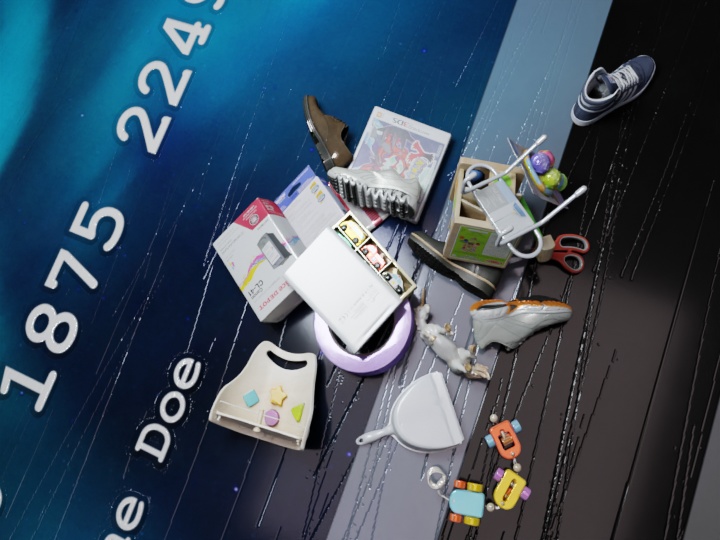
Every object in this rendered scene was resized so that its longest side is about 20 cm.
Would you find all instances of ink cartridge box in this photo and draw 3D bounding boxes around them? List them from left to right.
[{"bbox_3d":[-0.187,-0.020,1.282,0.147,0.085,0.202,-41,71,14],"label":"ink cartridge box"},{"bbox_3d":[-0.085,-0.102,1.303,0.119,0.042,0.202,-42,74,20],"label":"ink cartridge box"}]

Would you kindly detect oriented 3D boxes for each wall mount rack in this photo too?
[{"bbox_3d":[0.272,-0.131,1.070,0.170,0.075,0.203,-25,68,-13],"label":"wall mount rack"}]

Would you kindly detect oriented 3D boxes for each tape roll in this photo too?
[{"bbox_3d":[0.007,0.101,1.241,0.193,0.066,0.207,-3,75,10],"label":"tape roll"}]

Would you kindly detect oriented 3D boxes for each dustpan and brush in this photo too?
[{"bbox_3d":[0.082,0.291,1.193,0.194,0.057,0.143,-19,72,-2],"label":"dustpan and brush"}]

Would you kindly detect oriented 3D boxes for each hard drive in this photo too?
[{"bbox_3d":[-0.034,0.035,1.179,0.132,0.026,0.200,-45,80,-3],"label":"hard drive"}]

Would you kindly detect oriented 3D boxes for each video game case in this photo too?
[{"bbox_3d":[0.073,-0.222,1.313,0.178,0.023,0.205,22,81,11],"label":"video game case"}]

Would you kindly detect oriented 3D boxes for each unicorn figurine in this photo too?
[{"bbox_3d":[0.156,0.131,1.186,0.073,0.137,0.203,-30,87,-9],"label":"unicorn figurine"}]

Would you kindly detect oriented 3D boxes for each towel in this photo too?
[{"bbox_3d":[0.006,-0.160,1.329,0.198,0.023,0.145,-38,74,-1],"label":"towel"}]

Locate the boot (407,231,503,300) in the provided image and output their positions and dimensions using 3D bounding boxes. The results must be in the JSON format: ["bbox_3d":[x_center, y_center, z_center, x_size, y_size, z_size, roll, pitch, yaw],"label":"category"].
[{"bbox_3d":[0.204,-0.053,1.246,0.197,0.078,0.140,34,79,3],"label":"boot"}]

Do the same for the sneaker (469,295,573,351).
[{"bbox_3d":[0.303,0.102,1.194,0.193,0.076,0.095,-4,102,1],"label":"sneaker"}]

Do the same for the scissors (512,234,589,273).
[{"bbox_3d":[0.347,-0.043,1.218,0.193,0.014,0.076,9,83,-3],"label":"scissors"}]

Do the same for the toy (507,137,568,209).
[{"bbox_3d":[0.349,-0.187,1.181,0.047,0.198,0.118,-30,70,26],"label":"toy"}]

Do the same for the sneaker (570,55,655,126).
[{"bbox_3d":[0.509,-0.373,1.243,0.198,0.109,0.071,-36,73,0],"label":"sneaker"}]

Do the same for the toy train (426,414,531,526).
[{"bbox_3d":[0.224,0.367,1.144,0.197,0.056,0.153,-31,72,-2],"label":"toy train"}]

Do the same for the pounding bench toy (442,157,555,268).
[{"bbox_3d":[0.264,-0.107,1.170,0.193,0.125,0.160,10,63,2],"label":"pounding bench toy"}]

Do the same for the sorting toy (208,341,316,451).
[{"bbox_3d":[-0.164,0.236,1.227,0.194,0.107,0.185,13,71,13],"label":"sorting toy"}]

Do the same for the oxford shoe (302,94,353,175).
[{"bbox_3d":[-0.068,-0.299,1.349,0.082,0.073,0.204,-24,68,0],"label":"oxford shoe"}]

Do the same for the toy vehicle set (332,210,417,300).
[{"bbox_3d":[0.000,0.000,1.214,0.124,0.027,0.201,-41,76,-2],"label":"toy vehicle set"}]

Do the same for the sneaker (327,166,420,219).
[{"bbox_3d":[0.029,-0.170,1.265,0.195,0.076,0.083,19,66,8],"label":"sneaker"}]
